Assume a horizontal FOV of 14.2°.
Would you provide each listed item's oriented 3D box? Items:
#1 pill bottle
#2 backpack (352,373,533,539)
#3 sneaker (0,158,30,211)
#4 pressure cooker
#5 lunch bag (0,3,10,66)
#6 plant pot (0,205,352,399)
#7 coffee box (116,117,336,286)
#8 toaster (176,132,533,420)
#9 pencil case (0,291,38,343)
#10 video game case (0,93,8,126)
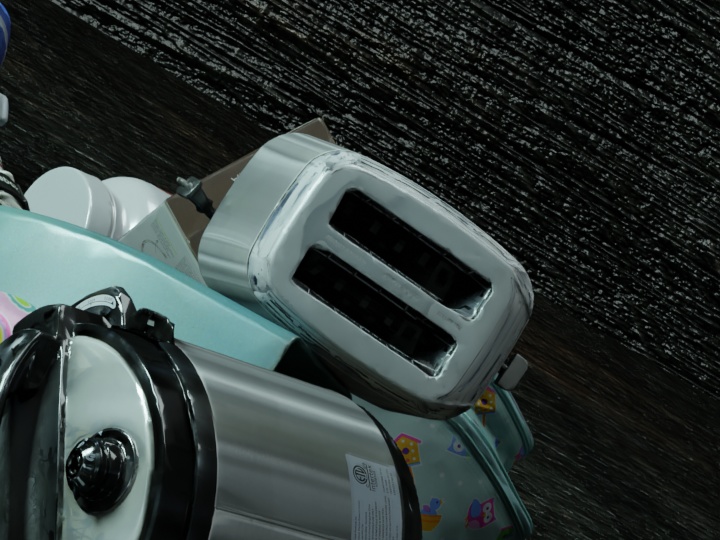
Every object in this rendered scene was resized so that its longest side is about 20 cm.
[{"bbox_3d":[-0.147,0.001,2.042,0.200,0.112,0.112,26,10,-42],"label":"pill bottle"},{"bbox_3d":[0.022,0.113,1.825,0.200,0.153,0.176,44,-13,45],"label":"backpack"},{"bbox_3d":[-0.233,-0.040,1.734,0.200,0.089,0.074,15,-28,40],"label":"sneaker"},{"bbox_3d":[-0.094,0.113,1.288,0.200,0.179,0.176,20,17,-41],"label":"pressure cooker"},{"bbox_3d":[-0.368,-0.178,2.156,0.200,0.136,0.132,32,7,-5],"label":"lunch bag"},{"bbox_3d":[-0.136,0.061,1.552,0.200,0.142,0.141,31,-7,19],"label":"plant pot"},{"bbox_3d":[-0.079,-0.010,1.718,0.080,0.113,0.200,61,-22,1],"label":"coffee box"},{"bbox_3d":[0.000,0.000,1.559,0.200,0.114,0.129,36,-6,-15],"label":"toaster"},{"bbox_3d":[-0.236,0.014,1.442,0.200,0.088,0.087,33,7,-1],"label":"pencil case"},{"bbox_3d":[-0.334,-0.090,1.653,0.182,0.200,0.022,27,52,-42],"label":"video game case"}]
